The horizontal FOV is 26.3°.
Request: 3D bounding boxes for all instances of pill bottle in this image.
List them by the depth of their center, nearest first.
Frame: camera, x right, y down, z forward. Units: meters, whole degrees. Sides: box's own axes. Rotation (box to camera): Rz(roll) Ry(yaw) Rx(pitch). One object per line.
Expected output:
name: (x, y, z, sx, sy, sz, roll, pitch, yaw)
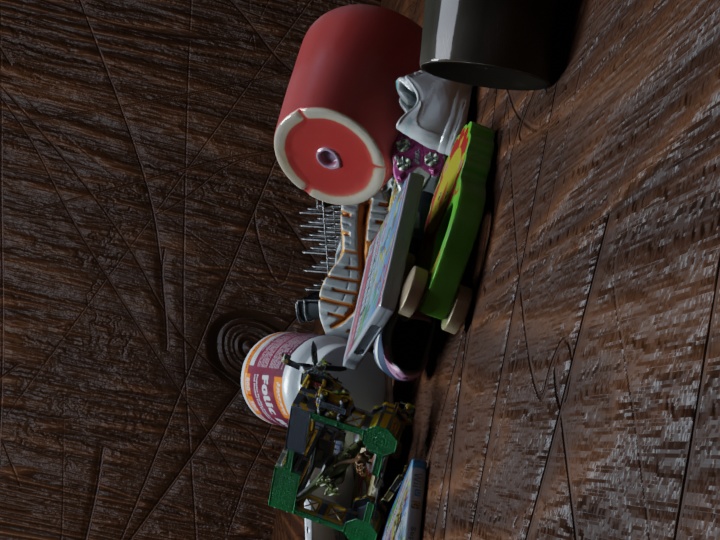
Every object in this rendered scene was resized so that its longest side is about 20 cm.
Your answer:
pill bottle: (-0.055, 0.131, 1.790, 0.199, 0.113, 0.116, -1, 76, 65)

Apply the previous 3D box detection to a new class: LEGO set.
LEGO set: (-0.015, 0.176, 1.614, 0.116, 0.152, 0.202, -62, -21, -52)

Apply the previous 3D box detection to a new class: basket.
basket: (0.118, -0.260, 1.278, 0.180, 0.134, 0.203, 121, 157, -87)

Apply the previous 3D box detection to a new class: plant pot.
plant pot: (-0.009, -0.187, 1.842, 0.202, 0.198, 0.178, 108, -173, -47)

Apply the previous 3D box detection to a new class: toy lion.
toy lion: (0.090, -0.050, 1.518, 0.200, 0.068, 0.194, -112, 42, -81)

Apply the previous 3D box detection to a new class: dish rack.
dish rack: (-0.033, -0.044, 1.959, 0.153, 0.054, 0.203, -29, -62, -66)

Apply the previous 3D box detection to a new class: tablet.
tablet: (-0.033, 0.278, 1.777, 0.200, 0.013, 0.132, 29, -122, -74)

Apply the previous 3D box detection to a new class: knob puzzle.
knob puzzle: (0.019, 0.235, 1.765, 0.220, 0.030, 0.223, -168, 90, -85)

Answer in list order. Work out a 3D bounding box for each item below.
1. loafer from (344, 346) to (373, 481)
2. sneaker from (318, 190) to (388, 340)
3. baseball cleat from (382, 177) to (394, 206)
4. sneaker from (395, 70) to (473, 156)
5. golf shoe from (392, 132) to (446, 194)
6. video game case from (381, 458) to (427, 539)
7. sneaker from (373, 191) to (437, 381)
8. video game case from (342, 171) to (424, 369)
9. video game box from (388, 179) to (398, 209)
loafer: (-0.011, 0.168, 1.892, 0.070, 0.074, 0.203, -170, 76, -80)
sneaker: (0.000, 0.000, 1.882, 0.077, 0.077, 0.203, 79, -156, -74)
baseball cleat: (0.030, -0.031, 2.176, 0.107, 0.069, 0.202, 96, -167, -68)
sneaker: (0.084, -0.210, 1.761, 0.201, 0.087, 0.076, -76, 1, -54)
golf shoe: (0.071, -0.059, 1.760, 0.092, 0.074, 0.203, 57, -141, -65)
video game case: (0.033, 0.305, 1.492, 0.144, 0.018, 0.202, 107, 173, -50)
sneaker: (0.063, 0.020, 1.627, 0.082, 0.069, 0.203, -145, 62, -76)
video game case: (0.021, 0.005, 1.553, 0.200, 0.017, 0.145, 120, 165, -67)
video game box: (0.049, -0.012, 1.950, 0.182, 0.046, 0.203, -136, 58, -81)
